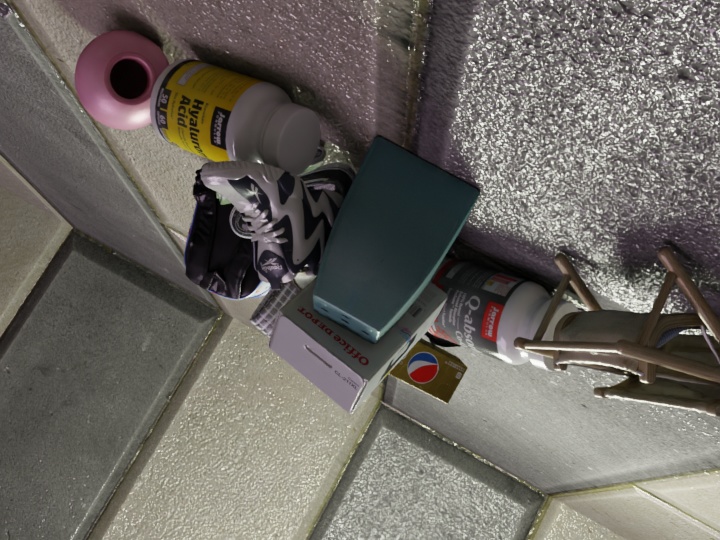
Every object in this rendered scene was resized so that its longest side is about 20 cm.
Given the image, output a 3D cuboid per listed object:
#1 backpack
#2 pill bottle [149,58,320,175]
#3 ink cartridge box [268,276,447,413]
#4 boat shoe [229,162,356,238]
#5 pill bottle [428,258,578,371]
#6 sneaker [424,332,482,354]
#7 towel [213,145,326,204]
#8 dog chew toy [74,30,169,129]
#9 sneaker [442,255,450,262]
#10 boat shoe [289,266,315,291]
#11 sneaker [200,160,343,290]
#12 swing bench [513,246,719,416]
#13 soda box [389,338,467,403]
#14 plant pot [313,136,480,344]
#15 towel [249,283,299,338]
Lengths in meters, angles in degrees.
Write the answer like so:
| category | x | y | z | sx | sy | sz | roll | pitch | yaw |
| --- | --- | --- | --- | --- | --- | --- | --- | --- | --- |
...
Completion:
| category | x | y | z | sx | sy | sz | roll | pitch | yaw |
| --- | --- | --- | --- | --- | --- | --- | --- | --- | --- |
| backpack | -0.202 | -0.050 | 1.492 | 0.199 | 0.192 | 0.154 | 25 | -178 | 20 |
| pill bottle | -0.150 | -0.181 | 1.076 | 0.199 | 0.112 | 0.111 | 22 | 164 | 28 |
| ink cartridge box | -0.003 | 0.066 | 1.164 | 0.145 | 0.200 | 0.083 | 37 | 138 | 12 |
| boat shoe | -0.098 | -0.082 | 1.169 | 0.198 | 0.068 | 0.074 | -13 | 110 | 25 |
| pill bottle | 0.190 | 0.061 | 1.219 | 0.199 | 0.116 | 0.116 | 18 | 162 | 39 |
| sneaker | 0.113 | 0.084 | 1.369 | 0.198 | 0.061 | 0.104 | 9 | 158 | 2 |
| towel | -0.129 | -0.127 | 1.234 | 0.148 | 0.031 | 0.200 | -5 | 171 | -10 |
| dog chew toy | -0.324 | -0.253 | 1.189 | 0.124 | 0.125 | 0.200 | 36 | 174 | -25 |
| sneaker | 0.067 | -0.015 | 1.257 | 0.078 | 0.090 | 0.200 | 15 | 156 | 47 |
| boat shoe | -0.093 | -0.026 | 1.296 | 0.073 | 0.074 | 0.201 | 57 | 174 | 46 |
| sneaker | -0.108 | -0.047 | 1.031 | 0.079 | 0.131 | 0.198 | 4 | 171 | 38 |
| swing bench | 0.320 | 0.082 | 0.993 | 0.199 | 0.130 | 0.199 | 34 | 165 | -18 |
| soda box | 0.061 | 0.128 | 1.378 | 0.199 | 0.068 | 0.064 | 28 | -175 | -12 |
| plant pot | 0.028 | -0.024 | 1.077 | 0.140 | 0.201 | 0.141 | 29 | 167 | 5 |
| towel | -0.057 | 0.051 | 1.426 | 0.165 | 0.201 | 0.086 | 38 | 170 | -10 |
